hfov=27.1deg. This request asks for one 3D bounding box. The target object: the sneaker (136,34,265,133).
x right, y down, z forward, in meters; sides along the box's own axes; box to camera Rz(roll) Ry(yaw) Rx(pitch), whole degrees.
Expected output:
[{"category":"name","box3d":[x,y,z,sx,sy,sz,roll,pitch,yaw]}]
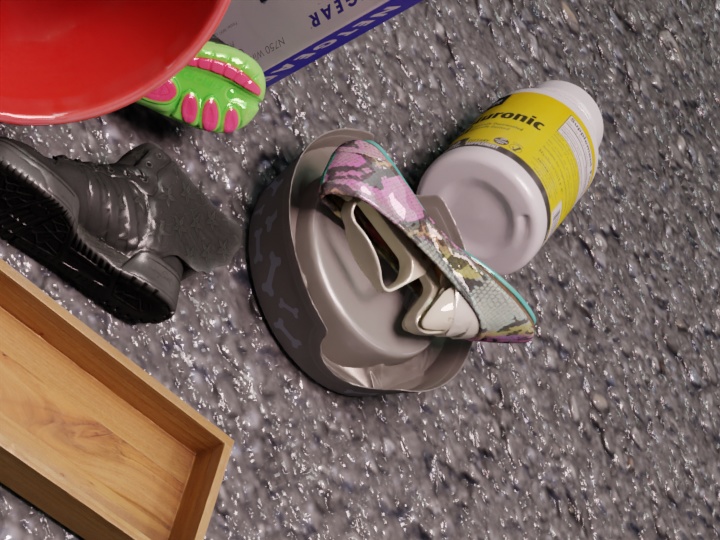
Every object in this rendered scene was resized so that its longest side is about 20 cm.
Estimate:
[{"category":"sneaker","box3d":[-0.159,-0.149,0.972,0.199,0.077,0.084,29,5,-25]}]

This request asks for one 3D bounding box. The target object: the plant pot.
[{"category":"plant pot","box3d":[-0.186,-0.211,0.822,0.200,0.201,0.178,19,31,-44]}]

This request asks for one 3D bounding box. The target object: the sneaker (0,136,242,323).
[{"category":"sneaker","box3d":[-0.154,-0.043,0.922,0.200,0.060,0.105,43,44,-35]}]

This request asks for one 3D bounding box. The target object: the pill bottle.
[{"category":"pill bottle","box3d":[0.134,-0.086,1.248,0.112,0.111,0.200,58,37,-10]}]

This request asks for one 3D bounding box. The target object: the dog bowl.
[{"category":"dog bowl","box3d":[0.000,0.000,1.084,0.200,0.059,0.201,26,54,-41]}]

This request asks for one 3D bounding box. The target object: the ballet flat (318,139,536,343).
[{"category":"ballet flat","box3d":[0.040,-0.002,1.041,0.200,0.069,0.071,47,59,-18]}]

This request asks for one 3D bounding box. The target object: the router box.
[{"category":"router box","box3d":[-0.058,-0.233,1.018,0.049,0.199,0.180,-17,84,-53]}]

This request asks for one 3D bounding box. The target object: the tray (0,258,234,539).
[{"category":"tray","box3d":[-0.165,0.089,0.857,0.200,0.037,0.099,43,43,-29]}]
